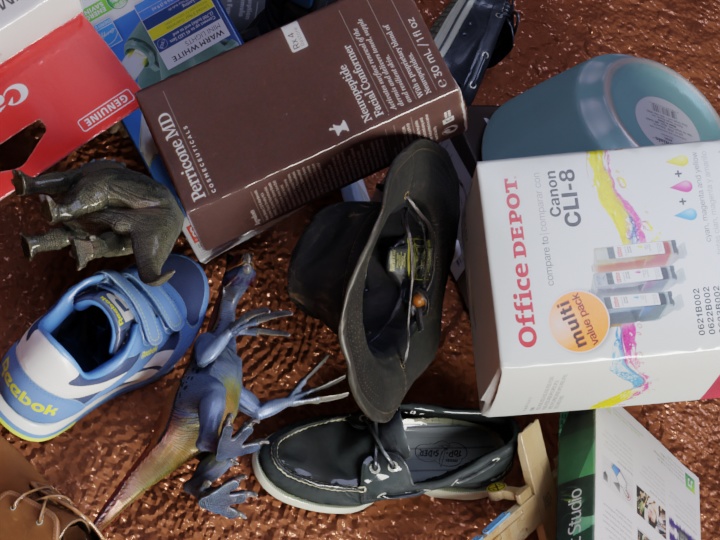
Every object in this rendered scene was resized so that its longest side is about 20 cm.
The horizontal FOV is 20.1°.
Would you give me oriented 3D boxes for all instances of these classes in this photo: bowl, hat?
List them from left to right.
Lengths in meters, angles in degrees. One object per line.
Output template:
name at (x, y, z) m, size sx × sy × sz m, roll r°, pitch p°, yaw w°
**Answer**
hat at (0.000, 0.000, 1.354) m, size 0.080 × 0.202 × 0.201 m, roll 11°, pitch 42°, yaw 19°
bowl at (0.200, -0.083, 1.519) m, size 0.199 × 0.105 × 0.202 m, roll 20°, pitch 45°, yaw -21°

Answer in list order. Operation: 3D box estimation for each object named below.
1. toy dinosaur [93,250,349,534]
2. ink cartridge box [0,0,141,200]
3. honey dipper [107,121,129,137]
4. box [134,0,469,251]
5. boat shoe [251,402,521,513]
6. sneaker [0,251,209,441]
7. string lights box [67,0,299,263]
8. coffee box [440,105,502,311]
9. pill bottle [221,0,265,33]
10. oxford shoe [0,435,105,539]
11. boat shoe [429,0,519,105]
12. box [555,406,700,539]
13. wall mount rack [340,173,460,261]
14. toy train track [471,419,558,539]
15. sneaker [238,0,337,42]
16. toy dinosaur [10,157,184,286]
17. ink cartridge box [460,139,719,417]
toy dinosaur at (-0.102, 0.065, 1.331) m, size 0.198 × 0.106 × 0.182 m, roll -11°, pitch 39°, yaw -11°
ink cartridge box at (-0.271, -0.133, 1.362) m, size 0.199 × 0.045 × 0.177 m, roll -35°, pitch 70°, yaw -11°
honey dipper at (-0.107, -0.096, 1.506) m, size 0.198 × 0.038 × 0.038 m, roll 17°, pitch 48°, yaw -21°
box at (-0.039, -0.106, 1.356) m, size 0.199 × 0.075 × 0.101 m, roll -26°, pitch 69°, yaw -2°
boat shoe at (0.024, 0.121, 1.390) m, size 0.198 × 0.066 × 0.075 m, roll 7°, pitch 54°, yaw -26°
sneaker at (-0.158, 0.037, 1.338) m, size 0.074 × 0.082 × 0.200 m, roll 41°, pitch 42°, yaw 7°
string lights box at (-0.116, -0.117, 1.432) m, size 0.102 × 0.059 × 0.201 m, roll -29°, pitch 89°, yaw -2°
coffee box at (0.129, -0.025, 1.556) m, size 0.112 × 0.080 × 0.201 m, roll -4°, pitch 58°, yaw -34°
pill bottle at (-0.084, -0.221, 1.562) m, size 0.199 × 0.116 × 0.117 m, roll -7°, pitch 59°, yaw -34°
oxford shoe at (-0.197, 0.150, 1.235) m, size 0.200 × 0.071 × 0.071 m, roll 46°, pitch 48°, yaw 11°
boat shoe at (0.097, -0.200, 1.686) m, size 0.062 × 0.075 × 0.201 m, roll 36°, pitch 50°, yaw -7°
box at (0.187, 0.196, 1.408) m, size 0.144 × 0.036 × 0.201 m, roll 42°, pitch 37°, yaw -34°
wall mount rack at (0.014, -0.086, 1.486) m, size 0.074 × 0.174 × 0.201 m, roll -22°, pitch 60°, yaw 7°
toy train track at (0.093, 0.177, 1.394) m, size 0.200 × 0.032 × 0.116 m, roll -34°, pitch 116°, yaw -44°
sneaker at (-0.042, -0.171, 1.481) m, size 0.082 × 0.200 × 0.073 m, roll -27°, pitch 74°, yaw -36°
toy dinosaur at (-0.161, -0.039, 1.320) m, size 0.102 × 0.199 × 0.078 m, roll -19°, pitch 105°, yaw -32°
ink cartridge box at (0.172, 0.007, 1.361) m, size 0.198 × 0.145 × 0.147 m, roll -6°, pitch 74°, yaw -3°
